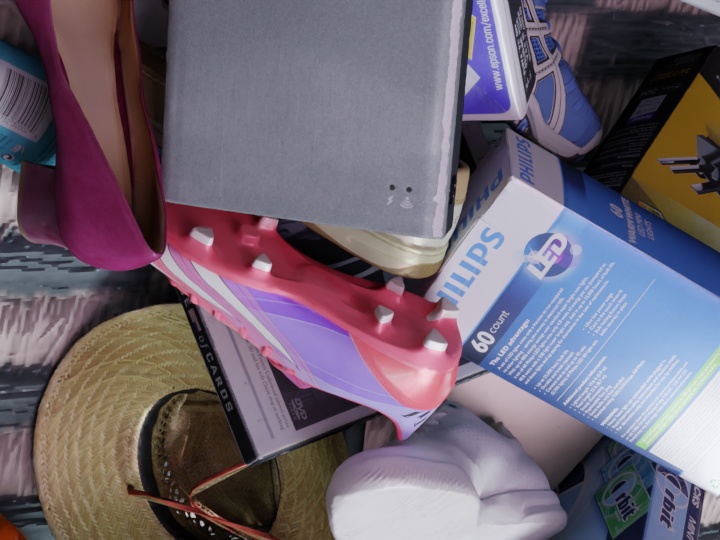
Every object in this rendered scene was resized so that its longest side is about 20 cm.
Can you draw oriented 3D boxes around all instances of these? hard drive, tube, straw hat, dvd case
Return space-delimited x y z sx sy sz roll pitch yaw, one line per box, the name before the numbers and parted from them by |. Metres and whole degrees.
hard drive | -0.018 -0.122 0.954 0.139 0.033 0.201 8 107 12
tube | -0.135 -0.061 1.059 0.077 0.050 0.200 -46 135 15
straw hat | -0.078 0.108 1.160 0.202 0.201 0.085 -67 167 18
dvd case | 0.000 0.000 1.101 0.200 0.025 0.151 -20 84 -27

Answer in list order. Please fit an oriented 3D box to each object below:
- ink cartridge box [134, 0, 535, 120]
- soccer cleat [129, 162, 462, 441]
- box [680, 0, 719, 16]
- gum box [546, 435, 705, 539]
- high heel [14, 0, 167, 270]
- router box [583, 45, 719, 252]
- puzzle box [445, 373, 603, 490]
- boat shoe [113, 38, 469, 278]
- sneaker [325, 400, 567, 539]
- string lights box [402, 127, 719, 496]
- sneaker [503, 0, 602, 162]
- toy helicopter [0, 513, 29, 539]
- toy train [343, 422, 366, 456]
ink cartridge box | -0.027 -0.162 1.019 0.199 0.043 0.199 -1 128 18
soccer cleat | -0.045 0.016 1.030 0.199 0.067 0.077 25 123 1
box | 0.246 -0.232 1.136 0.184 0.105 0.200 14 110 -35
gum box | 0.108 0.175 1.209 0.200 0.170 0.045 -33 112 35
high heel | -0.114 -0.102 0.971 0.067 0.096 0.201 -7 102 -44
router box | 0.205 -0.001 1.180 0.200 0.052 0.157 47 61 -22
puzzle box | 0.064 0.037 1.199 0.200 0.025 0.133 42 94 -18
boat shoe | -0.037 -0.071 1.031 0.200 0.074 0.067 28 110 2
sneaker | 0.035 0.104 1.114 0.075 0.089 0.200 -30 156 22
string lights box | 0.131 0.024 1.076 0.200 0.059 0.103 29 117 -14
sneaker | 0.077 -0.131 1.116 0.077 0.076 0.200 -47 128 2
toy helicopter | -0.157 0.179 1.117 0.079 0.199 0.133 -49 120 -49
toy train | -0.016 0.130 1.214 0.034 0.046 0.200 -29 144 -28
